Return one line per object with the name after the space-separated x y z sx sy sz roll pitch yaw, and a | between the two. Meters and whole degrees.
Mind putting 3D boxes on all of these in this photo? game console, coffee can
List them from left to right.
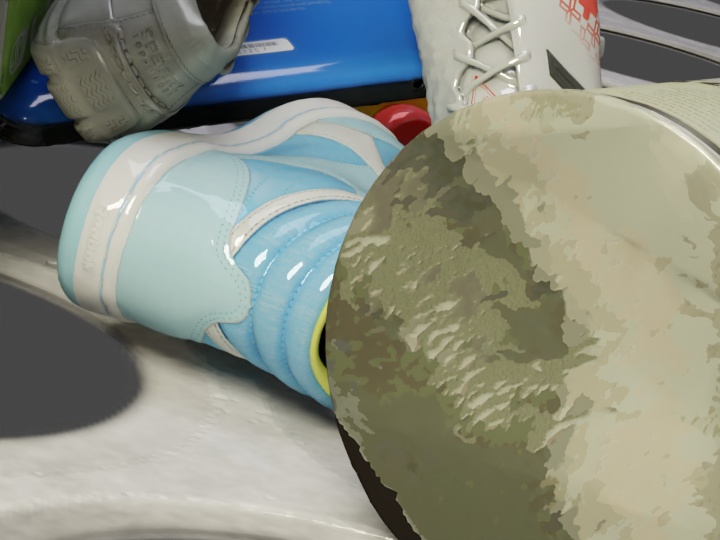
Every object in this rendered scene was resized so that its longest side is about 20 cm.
-0.087 -0.072 0.998 0.200 0.119 0.171 -10 42 -29 | game console
0.103 0.014 0.748 0.146 0.147 0.200 22 16 29 | coffee can

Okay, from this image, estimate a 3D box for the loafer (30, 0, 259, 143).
-0.056 -0.113 0.889 0.070 0.070 0.200 -20 30 23 | loafer

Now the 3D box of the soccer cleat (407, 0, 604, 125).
0.054 -0.057 0.917 0.068 0.201 0.085 -14 7 32 | soccer cleat

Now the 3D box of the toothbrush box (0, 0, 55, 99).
-0.165 -0.151 0.891 0.145 0.086 0.200 15 26 2 | toothbrush box

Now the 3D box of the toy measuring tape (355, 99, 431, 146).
0.034 -0.058 1.113 0.200 0.074 0.074 2 18 -36 | toy measuring tape

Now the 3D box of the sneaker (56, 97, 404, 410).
0.000 0.000 0.859 0.130 0.080 0.200 24 20 23 | sneaker
